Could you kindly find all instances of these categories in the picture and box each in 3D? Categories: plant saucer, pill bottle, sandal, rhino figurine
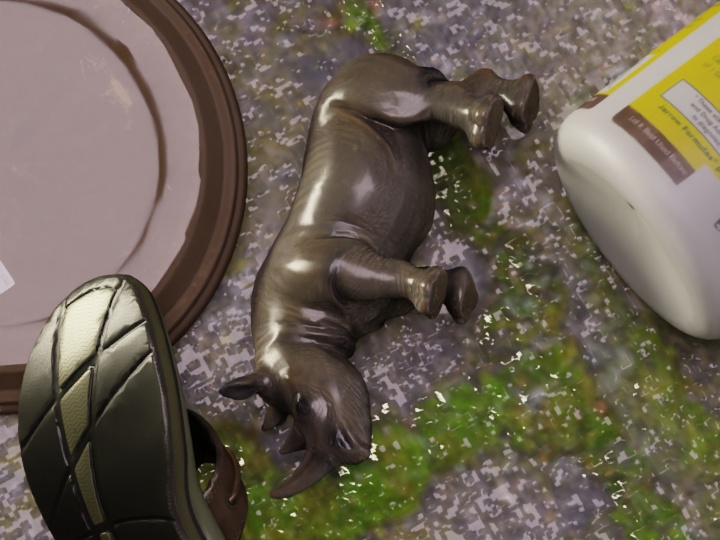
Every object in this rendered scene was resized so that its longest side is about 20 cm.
[{"bbox_3d":[-0.146,-0.042,1.149,0.200,0.029,0.201,0,85,0],"label":"plant saucer"},{"bbox_3d":[0.184,-0.070,1.128,0.200,0.109,0.109,-37,75,-9],"label":"pill bottle"},{"bbox_3d":[-0.076,0.100,1.109,0.080,0.057,0.201,-20,89,33],"label":"sandal"},{"bbox_3d":[0.000,0.000,1.134,0.087,0.060,0.200,12,73,25],"label":"rhino figurine"}]
